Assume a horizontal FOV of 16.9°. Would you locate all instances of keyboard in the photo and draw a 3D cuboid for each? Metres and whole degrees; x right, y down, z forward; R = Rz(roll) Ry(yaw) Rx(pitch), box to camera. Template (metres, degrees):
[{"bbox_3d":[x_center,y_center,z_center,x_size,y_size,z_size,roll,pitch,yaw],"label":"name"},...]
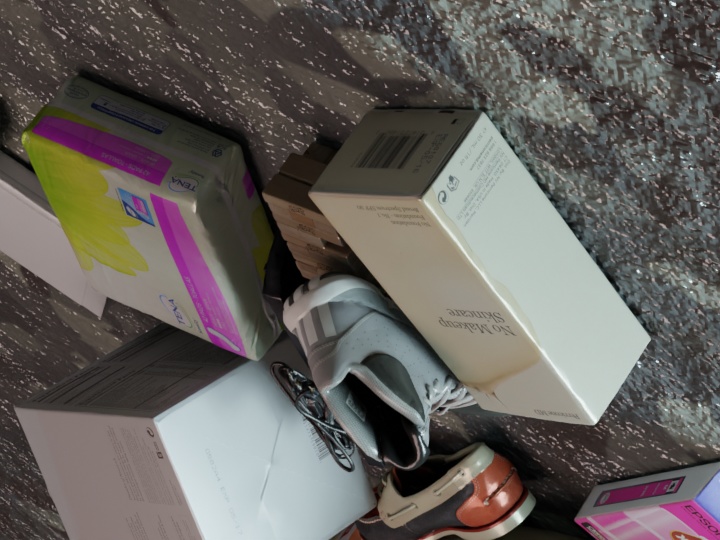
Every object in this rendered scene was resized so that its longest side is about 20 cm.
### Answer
[{"bbox_3d":[-0.031,0.058,1.632,0.040,0.104,0.200,-8,137,23],"label":"keyboard"}]

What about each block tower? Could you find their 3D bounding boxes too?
[{"bbox_3d":[0.000,0.000,1.549,0.058,0.054,0.200,22,154,29],"label":"block tower"}]

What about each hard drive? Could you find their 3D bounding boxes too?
[{"bbox_3d":[-0.268,-0.048,1.849,0.200,0.026,0.132,34,156,2],"label":"hard drive"}]

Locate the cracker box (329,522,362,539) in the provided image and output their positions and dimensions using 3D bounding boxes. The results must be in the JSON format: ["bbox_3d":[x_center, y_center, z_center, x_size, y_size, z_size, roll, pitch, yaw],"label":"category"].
[{"bbox_3d":[-0.018,0.258,1.955,0.058,0.134,0.200,37,156,-2],"label":"cracker box"}]

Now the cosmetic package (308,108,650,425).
[{"bbox_3d":[0.072,-0.002,1.429,0.104,0.073,0.200,4,140,50],"label":"cosmetic package"}]

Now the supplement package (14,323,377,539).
[{"bbox_3d":[-0.124,0.137,1.797,0.200,0.151,0.152,0,115,53],"label":"supplement package"}]

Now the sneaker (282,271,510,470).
[{"bbox_3d":[0.038,0.084,1.510,0.200,0.116,0.075,22,128,-35],"label":"sneaker"}]

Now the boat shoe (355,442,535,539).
[{"bbox_3d":[0.049,0.162,1.768,0.063,0.071,0.200,49,152,-15],"label":"boat shoe"}]

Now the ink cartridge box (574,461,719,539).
[{"bbox_3d":[0.230,0.172,1.593,0.095,0.037,0.200,41,154,-13],"label":"ink cartridge box"}]

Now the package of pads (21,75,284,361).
[{"bbox_3d":[-0.137,-0.033,1.649,0.154,0.068,0.200,22,153,26],"label":"package of pads"}]

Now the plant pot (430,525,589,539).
[{"bbox_3d":[0.094,0.261,1.784,0.200,0.187,0.187,22,155,51],"label":"plant pot"}]
